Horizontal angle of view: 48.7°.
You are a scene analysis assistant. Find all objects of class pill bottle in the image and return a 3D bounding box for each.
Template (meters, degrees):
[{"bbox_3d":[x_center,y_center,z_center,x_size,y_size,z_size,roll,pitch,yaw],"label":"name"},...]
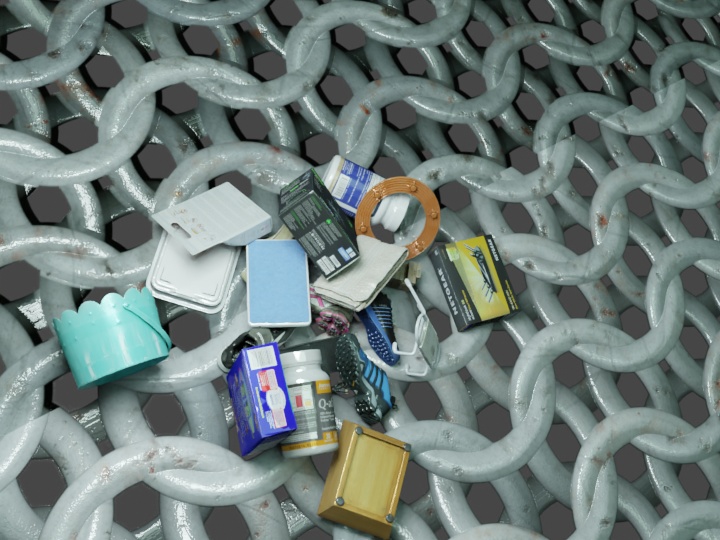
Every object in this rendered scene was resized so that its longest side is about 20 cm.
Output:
[{"bbox_3d":[-0.111,0.265,1.584,0.115,0.116,0.203,-5,80,-21],"label":"pill bottle"},{"bbox_3d":[0.007,-0.172,1.825,0.198,0.116,0.117,25,62,-9],"label":"pill bottle"}]

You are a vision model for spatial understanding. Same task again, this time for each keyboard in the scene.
[{"bbox_3d":[-0.095,0.213,1.682,0.198,0.021,0.128,-10,71,-22],"label":"keyboard"}]

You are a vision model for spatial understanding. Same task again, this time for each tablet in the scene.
[{"bbox_3d":[-0.171,0.024,1.645,0.128,0.014,0.202,0,60,-10],"label":"tablet"}]

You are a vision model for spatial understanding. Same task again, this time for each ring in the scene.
[{"bbox_3d":[0.085,-0.111,1.786,0.198,0.203,0.019,9,22,-15],"label":"ring"}]

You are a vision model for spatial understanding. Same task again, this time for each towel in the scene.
[{"bbox_3d":[0.000,0.000,1.693,0.131,0.035,0.200,18,50,28],"label":"towel"}]

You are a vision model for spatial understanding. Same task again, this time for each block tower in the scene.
[{"bbox_3d":[0.036,-0.005,1.799,0.198,0.058,0.055,13,63,-12],"label":"block tower"}]

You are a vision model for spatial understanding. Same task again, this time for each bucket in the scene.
[{"bbox_3d":[-0.461,0.128,1.491,0.205,0.207,0.136,-19,84,-25],"label":"bucket"}]

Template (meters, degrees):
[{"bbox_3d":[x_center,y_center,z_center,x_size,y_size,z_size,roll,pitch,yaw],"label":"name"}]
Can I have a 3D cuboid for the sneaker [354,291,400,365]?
[{"bbox_3d":[0.045,0.105,1.726,0.078,0.070,0.202,-36,106,-33],"label":"sneaker"}]

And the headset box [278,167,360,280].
[{"bbox_3d":[-0.089,-0.105,1.695,0.092,0.200,0.175,-33,109,8],"label":"headset box"}]

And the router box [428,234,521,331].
[{"bbox_3d":[0.268,0.027,1.868,0.156,0.052,0.202,-13,73,-23],"label":"router box"}]

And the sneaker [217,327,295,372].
[{"bbox_3d":[-0.199,0.139,1.621,0.199,0.090,0.067,-34,91,-20],"label":"sneaker"}]

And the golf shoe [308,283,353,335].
[{"bbox_3d":[-0.107,0.063,1.718,0.198,0.073,0.093,28,45,-14],"label":"golf shoe"}]

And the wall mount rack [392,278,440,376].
[{"bbox_3d":[0.125,0.126,1.729,0.074,0.200,0.175,6,63,21],"label":"wall mount rack"}]

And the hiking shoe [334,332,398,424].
[{"bbox_3d":[0.010,0.218,1.676,0.086,0.074,0.202,-29,104,-43],"label":"hiking shoe"}]

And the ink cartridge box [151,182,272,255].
[{"bbox_3d":[-0.311,-0.099,1.676,0.199,0.057,0.162,-33,54,-29],"label":"ink cartridge box"}]

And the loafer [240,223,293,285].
[{"bbox_3d":[-0.195,-0.043,1.722,0.068,0.076,0.201,27,58,0],"label":"loafer"}]

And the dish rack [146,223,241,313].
[{"bbox_3d":[-0.347,-0.023,1.681,0.170,0.044,0.202,18,64,-12],"label":"dish rack"}]

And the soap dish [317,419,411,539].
[{"bbox_3d":[0.016,0.415,1.599,0.156,0.081,0.202,22,62,-9],"label":"soap dish"}]

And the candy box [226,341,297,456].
[{"bbox_3d":[-0.194,0.250,1.528,0.076,0.200,0.171,-8,72,-23],"label":"candy box"}]
